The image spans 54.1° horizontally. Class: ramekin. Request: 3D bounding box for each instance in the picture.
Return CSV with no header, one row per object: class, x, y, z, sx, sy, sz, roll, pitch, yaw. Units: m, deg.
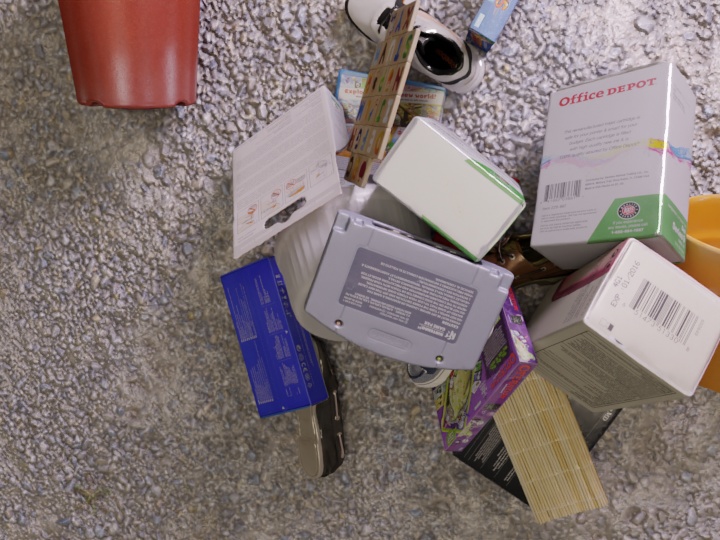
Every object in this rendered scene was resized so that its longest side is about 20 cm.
ramekin,0.000,0.000,0.854,0.199,0.201,0.098,-25,52,13

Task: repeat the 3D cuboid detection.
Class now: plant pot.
plant pot,-0.282,-0.306,0.871,0.198,0.201,0.197,5,108,9
plant pot,0.437,0.034,0.806,0.198,0.201,0.185,4,117,9

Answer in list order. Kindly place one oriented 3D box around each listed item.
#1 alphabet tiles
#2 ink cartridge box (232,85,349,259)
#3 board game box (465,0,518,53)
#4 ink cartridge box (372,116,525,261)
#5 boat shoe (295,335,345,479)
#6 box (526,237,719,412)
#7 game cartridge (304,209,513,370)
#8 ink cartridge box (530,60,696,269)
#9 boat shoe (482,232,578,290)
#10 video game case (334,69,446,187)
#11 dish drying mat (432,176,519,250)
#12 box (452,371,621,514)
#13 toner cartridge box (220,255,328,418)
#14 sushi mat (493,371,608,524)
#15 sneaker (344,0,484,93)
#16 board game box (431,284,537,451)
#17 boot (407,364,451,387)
alphabet tiles,0.021,-0.193,0.786,0.006,0.166,0.202,14,99,-16
ink cartridge box,-0.085,-0.113,0.861,0.160,0.201,0.050,-30,137,21
board game box,0.185,-0.352,0.799,0.034,0.135,0.201,29,103,0
ink cartridge box,0.106,-0.101,0.808,0.146,0.200,0.083,38,106,2
boat shoe,-0.056,0.187,0.986,0.066,0.057,0.202,4,99,46
box,0.272,0.068,0.764,0.127,0.200,0.109,35,73,2
game cartridge,0.047,0.029,0.753,0.198,0.041,0.134,20,104,-6
ink cartridge box,0.280,-0.110,0.781,0.144,0.087,0.202,-5,68,43
boat shoe,0.184,-0.014,0.870,0.198,0.072,0.068,-15,140,-6
video game case,0.026,-0.149,0.924,0.142,0.018,0.202,11,102,9
dish drying mat,0.134,-0.038,0.923,0.076,0.018,0.202,23,103,6
box,0.231,0.187,0.915,0.141,0.079,0.201,34,103,5
toner cartridge box,-0.117,0.088,0.947,0.094,0.043,0.202,-19,86,34
sushi mat,0.228,0.214,0.876,0.095,0.012,0.202,-22,96,13
sneaker,0.062,-0.290,0.855,0.199,0.080,0.074,34,106,12
board game box,0.142,0.119,0.859,0.032,0.121,0.201,11,136,-16
boot,0.079,0.086,0.875,0.089,0.073,0.200,8,145,-19
